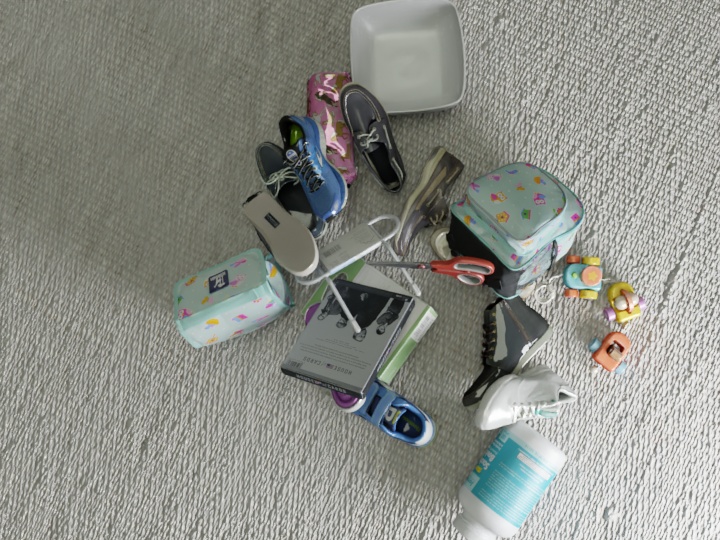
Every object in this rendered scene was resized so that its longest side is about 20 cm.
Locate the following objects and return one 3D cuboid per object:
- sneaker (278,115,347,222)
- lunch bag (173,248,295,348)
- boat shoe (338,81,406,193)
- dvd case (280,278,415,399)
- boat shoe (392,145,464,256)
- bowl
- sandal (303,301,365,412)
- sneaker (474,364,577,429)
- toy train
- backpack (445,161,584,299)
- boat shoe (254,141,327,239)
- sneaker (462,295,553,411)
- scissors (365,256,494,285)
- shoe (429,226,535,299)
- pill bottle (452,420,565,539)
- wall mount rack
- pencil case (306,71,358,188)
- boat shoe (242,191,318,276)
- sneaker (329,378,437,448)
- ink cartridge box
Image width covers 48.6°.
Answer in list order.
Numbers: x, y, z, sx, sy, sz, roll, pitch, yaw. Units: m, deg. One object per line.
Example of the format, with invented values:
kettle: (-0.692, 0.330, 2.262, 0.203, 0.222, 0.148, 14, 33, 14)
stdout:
sneaker: (-0.088, -0.168, 1.303, 0.078, 0.089, 0.202, -35, 66, 28)
lunch bag: (-0.207, 0.046, 1.302, 0.168, 0.200, 0.124, -22, 90, 3)
boat shoe: (0.025, -0.219, 1.337, 0.072, 0.063, 0.202, -24, 117, 7)
dvd case: (-0.018, 0.104, 1.280, 0.148, 0.025, 0.201, 13, 51, 25)
boat shoe: (0.117, -0.112, 1.361, 0.072, 0.074, 0.202, 25, 88, 6)
bowl: (0.083, -0.364, 1.392, 0.196, 0.075, 0.203, -4, 83, 5)
sandal: (-0.042, 0.132, 1.312, 0.082, 0.050, 0.204, -32, 61, 10)
sneaker: (0.266, 0.208, 1.254, 0.088, 0.198, 0.076, 34, 129, 38)
toy train: (0.392, 0.068, 1.318, 0.150, 0.056, 0.200, -45, 88, -5)
backpack: (0.258, -0.083, 1.289, 0.198, 0.155, 0.176, -27, 57, -28)
boat shoe: (-0.127, -0.143, 1.390, 0.074, 0.062, 0.202, -28, 81, 5)
sneaker: (0.216, 0.130, 1.318, 0.106, 0.075, 0.200, 45, 78, -4)
scissors: (0.108, -0.011, 1.244, 0.197, 0.073, 0.014, 11, 63, 0)
shoe: (0.209, -0.018, 1.352, 0.198, 0.053, 0.071, 28, 86, 7)
pill bottle: (0.232, 0.346, 1.280, 0.110, 0.111, 0.201, 36, 87, 8)
wall mount rack: (0.000, 0.000, 1.305, 0.198, 0.075, 0.174, -31, 41, -8)
pencil case: (-0.051, -0.244, 1.386, 0.085, 0.083, 0.204, 1, 82, -26)
boat shoe: (-0.119, -0.046, 1.330, 0.074, 0.093, 0.201, -37, 54, -3)
sneaker: (0.038, 0.226, 1.325, 0.198, 0.082, 0.075, 26, 88, 9)
ink cartridge box: (0.012, 0.075, 1.364, 0.199, 0.048, 0.146, 36, 87, 31)
